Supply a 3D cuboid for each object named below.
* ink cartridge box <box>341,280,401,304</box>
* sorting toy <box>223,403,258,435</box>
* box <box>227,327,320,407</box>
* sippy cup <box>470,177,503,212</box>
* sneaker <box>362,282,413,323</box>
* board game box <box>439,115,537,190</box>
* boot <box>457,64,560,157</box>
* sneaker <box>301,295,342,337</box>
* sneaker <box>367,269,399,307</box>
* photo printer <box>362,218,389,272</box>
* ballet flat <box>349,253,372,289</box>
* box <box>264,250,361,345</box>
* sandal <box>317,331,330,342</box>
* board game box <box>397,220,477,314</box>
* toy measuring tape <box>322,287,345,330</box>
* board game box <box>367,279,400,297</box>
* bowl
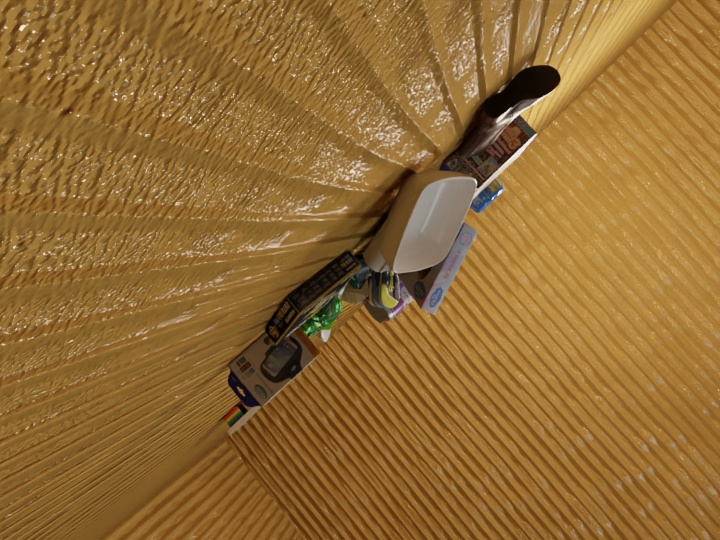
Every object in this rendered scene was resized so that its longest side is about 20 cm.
[{"bbox_3d":[0.048,0.034,1.581,0.198,0.058,0.162,15,-135,45],"label":"ink cartridge box"},{"bbox_3d":[-0.463,0.563,2.351,0.200,0.070,0.199,-43,175,-7],"label":"sorting toy"},{"bbox_3d":[-0.198,0.206,1.283,0.199,0.119,0.042,-41,175,-22],"label":"box"},{"bbox_3d":[0.298,-0.227,1.503,0.139,0.131,0.178,-42,174,-9],"label":"sippy cup"},{"bbox_3d":[0.081,0.081,1.538,0.114,0.073,0.200,-38,-168,-16],"label":"sneaker"},{"bbox_3d":[0.283,-0.257,1.327,0.200,0.097,0.160,-43,175,-4],"label":"board game box"},{"bbox_3d":[0.289,-0.308,1.157,0.184,0.065,0.200,-29,169,-9],"label":"boot"},{"bbox_3d":[-0.122,0.133,1.507,0.200,0.074,0.084,-45,178,22],"label":"sneaker"},{"bbox_3d":[0.054,-0.004,1.434,0.082,0.073,0.204,-20,-124,54],"label":"sneaker"},{"bbox_3d":[0.102,-0.103,1.281,0.166,0.069,0.201,-36,164,-54],"label":"photo printer"},{"bbox_3d":[0.000,0.000,1.380,0.073,0.073,0.200,-41,172,-7],"label":"ballet flat"},{"bbox_3d":[-0.102,0.059,1.231,0.199,0.049,0.160,-39,175,-39],"label":"box"},{"bbox_3d":[-0.140,0.214,2.100,0.049,0.085,0.203,1,179,4],"label":"sandal"},{"bbox_3d":[0.166,-0.034,1.299,0.202,0.040,0.200,-65,-161,13],"label":"board game box"},{"bbox_3d":[-0.077,0.081,1.578,0.073,0.073,0.203,-35,153,-52],"label":"toy measuring tape"},{"bbox_3d":[0.109,-0.003,1.678,0.198,0.043,0.203,-31,-148,44],"label":"board game box"},{"bbox_3d":[0.123,-0.104,1.113,0.198,0.074,0.203,-11,131,-47],"label":"bowl"}]
